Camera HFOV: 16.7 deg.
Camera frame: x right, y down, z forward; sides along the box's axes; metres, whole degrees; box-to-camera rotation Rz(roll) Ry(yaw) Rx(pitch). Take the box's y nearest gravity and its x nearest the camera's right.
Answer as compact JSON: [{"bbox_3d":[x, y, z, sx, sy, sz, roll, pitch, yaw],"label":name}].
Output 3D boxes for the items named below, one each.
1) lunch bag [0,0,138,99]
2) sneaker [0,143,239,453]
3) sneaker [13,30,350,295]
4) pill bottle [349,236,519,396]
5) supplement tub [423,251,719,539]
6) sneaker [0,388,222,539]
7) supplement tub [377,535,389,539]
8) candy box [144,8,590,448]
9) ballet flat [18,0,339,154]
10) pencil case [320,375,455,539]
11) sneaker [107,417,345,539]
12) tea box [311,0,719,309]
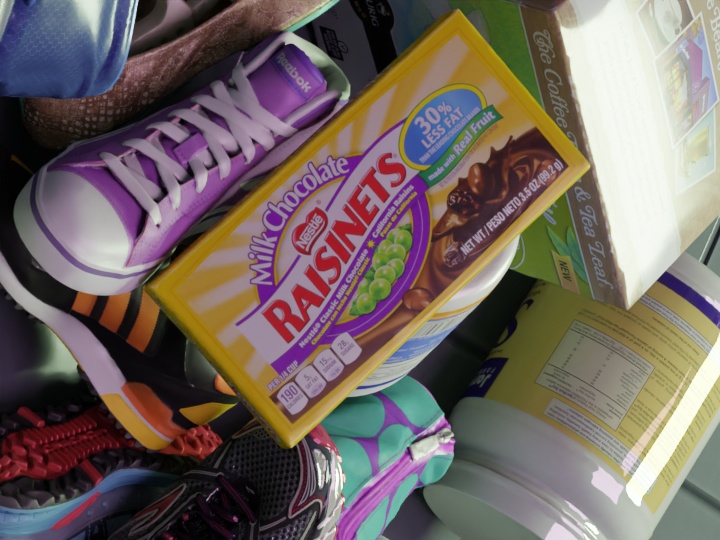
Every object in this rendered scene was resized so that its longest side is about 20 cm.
[{"bbox_3d":[-0.183,-0.149,1.003,0.132,0.199,0.137,-4,114,-45],"label":"lunch bag"},{"bbox_3d":[-0.117,-0.001,1.201,0.090,0.070,0.200,-27,125,11],"label":"sneaker"},{"bbox_3d":[-0.077,-0.063,1.150,0.114,0.073,0.200,-44,175,34],"label":"sneaker"},{"bbox_3d":[0.000,0.000,1.279,0.112,0.112,0.200,-45,179,-27],"label":"pill bottle"},{"bbox_3d":[0.142,0.087,1.517,0.201,0.145,0.146,-55,138,-17],"label":"supplement tub"},{"bbox_3d":[-0.149,0.116,1.267,0.199,0.079,0.096,-5,134,-52],"label":"sneaker"},{"bbox_3d":[-0.054,0.233,1.362,0.199,0.131,0.133,-22,121,-44],"label":"supplement tub"},{"bbox_3d":[0.004,-0.021,1.155,0.200,0.026,0.102,-43,95,-10],"label":"candy box"},{"bbox_3d":[-0.082,-0.130,1.194,0.199,0.070,0.066,-35,128,-12],"label":"ballet flat"},{"bbox_3d":[-0.018,0.123,1.347,0.200,0.092,0.086,-45,122,-57],"label":"pencil case"},{"bbox_3d":[-0.087,0.148,1.219,0.200,0.081,0.075,-46,154,12],"label":"sneaker"},{"bbox_3d":[0.091,-0.116,1.334,0.134,0.196,0.201,-43,133,-29],"label":"tea box"}]
